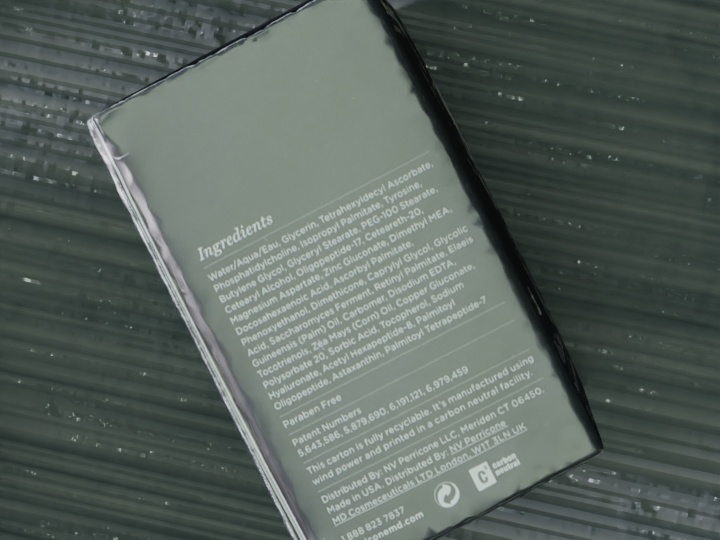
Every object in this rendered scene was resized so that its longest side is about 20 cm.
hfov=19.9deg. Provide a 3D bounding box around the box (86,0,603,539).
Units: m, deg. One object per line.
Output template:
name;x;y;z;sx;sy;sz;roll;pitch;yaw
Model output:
box;0.000;0.000;0.833;0.124;0.200;0.197;-28;92;5
